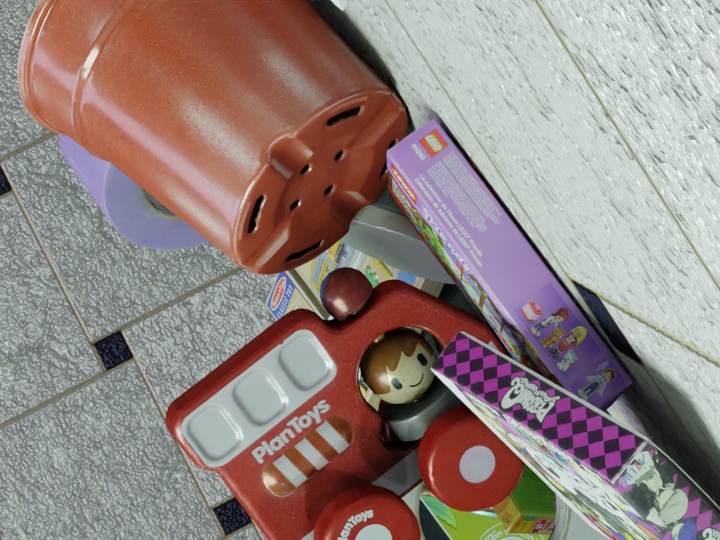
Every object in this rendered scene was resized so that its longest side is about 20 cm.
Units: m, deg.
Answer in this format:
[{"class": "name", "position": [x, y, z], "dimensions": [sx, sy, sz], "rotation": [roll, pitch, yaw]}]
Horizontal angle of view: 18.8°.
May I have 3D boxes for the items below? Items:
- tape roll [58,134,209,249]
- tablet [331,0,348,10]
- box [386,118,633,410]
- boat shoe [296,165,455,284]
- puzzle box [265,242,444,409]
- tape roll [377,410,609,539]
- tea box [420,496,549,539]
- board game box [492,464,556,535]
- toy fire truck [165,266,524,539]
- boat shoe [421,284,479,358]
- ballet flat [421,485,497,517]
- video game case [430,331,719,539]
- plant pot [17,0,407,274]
[{"class": "tape roll", "position": [-0.136, -0.119, 1.746], "dimensions": [0.085, 0.200, 0.200], "rotation": [52, 175, 35]}, {"class": "tablet", "position": [-0.075, -0.250, 1.294], "dimensions": [0.200, 0.014, 0.130], "rotation": [53, 176, 21]}, {"class": "box", "position": [0.089, 0.008, 1.348], "dimensions": [0.200, 0.039, 0.137], "rotation": [54, 175, 8]}, {"class": "boat shoe", "position": [0.008, -0.053, 1.489], "dimensions": [0.200, 0.072, 0.070], "rotation": [22, 163, 25]}, {"class": "puzzle box", "position": [0.000, 0.000, 1.597], "dimensions": [0.133, 0.025, 0.200], "rotation": [52, 138, 30]}, {"class": "tape roll", "position": [0.088, 0.161, 1.487], "dimensions": [0.201, 0.200, 0.066], "rotation": [54, 176, 3]}, {"class": "tea box", "position": [0.094, 0.203, 1.763], "dimensions": [0.200, 0.197, 0.134], "rotation": [51, 176, 29]}, {"class": "board game box", "position": [0.109, 0.120, 1.638], "dimensions": [0.095, 0.030, 0.200], "rotation": [7, -141, -35]}, {"class": "toy fire truck", "position": [-0.002, 0.091, 1.371], "dimensions": [0.168, 0.200, 0.112], "rotation": [54, 175, -22]}, {"class": "boat shoe", "position": [0.090, 0.068, 1.612], "dimensions": [0.202, 0.074, 0.065], "rotation": [43, 174, 20]}, {"class": "ballet flat", "position": [0.062, 0.145, 1.678], "dimensions": [0.068, 0.199, 0.073], "rotation": [-31, -56, -61]}, {"class": "video game case", "position": [0.149, 0.126, 1.261], "dimensions": [0.181, 0.036, 0.200], "rotation": [44, 172, -32]}, {"class": "plant pot", "position": [-0.086, -0.112, 1.418], "dimensions": [0.195, 0.201, 0.201], "rotation": [44, 172, 26]}]
